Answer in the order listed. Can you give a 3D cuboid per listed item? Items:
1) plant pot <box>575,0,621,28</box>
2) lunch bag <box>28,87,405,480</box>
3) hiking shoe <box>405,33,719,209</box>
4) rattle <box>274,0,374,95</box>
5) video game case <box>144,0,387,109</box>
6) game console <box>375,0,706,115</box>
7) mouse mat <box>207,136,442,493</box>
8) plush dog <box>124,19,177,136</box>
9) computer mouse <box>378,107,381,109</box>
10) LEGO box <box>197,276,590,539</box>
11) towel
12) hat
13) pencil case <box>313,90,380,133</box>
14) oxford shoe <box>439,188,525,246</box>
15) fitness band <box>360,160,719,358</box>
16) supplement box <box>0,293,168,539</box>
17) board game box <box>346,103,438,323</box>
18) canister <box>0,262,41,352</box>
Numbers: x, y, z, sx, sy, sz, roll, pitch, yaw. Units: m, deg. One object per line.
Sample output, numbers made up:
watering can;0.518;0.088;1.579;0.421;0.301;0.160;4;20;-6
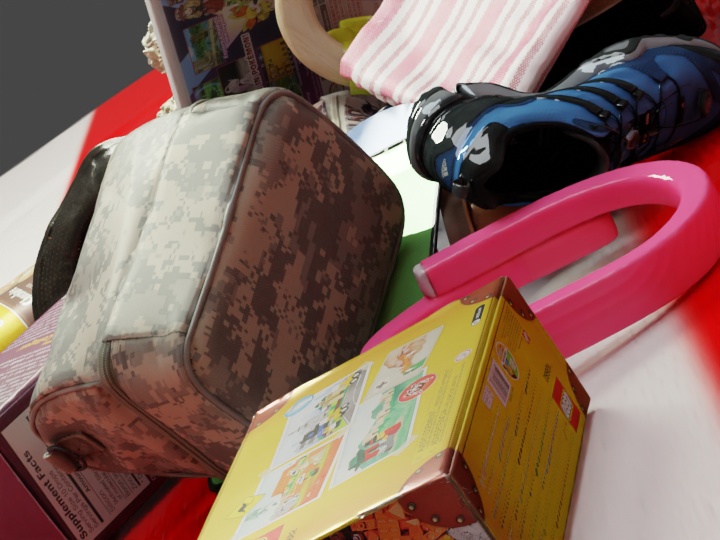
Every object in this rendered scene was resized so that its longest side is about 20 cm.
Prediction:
plant pot;0.136;-0.202;1.568;0.200;0.028;0.200;-33;21;14
lunch bag;-0.088;0.011;1.398;0.168;0.139;0.200;-8;54;39
hiking shoe;0.128;-0.071;1.403;0.200;0.075;0.087;-16;33;-16
rattle;-0.012;-0.222;1.770;0.130;0.200;0.143;-36;4;21
video game case;-0.049;-0.159;1.833;0.182;0.200;0.023;-24;42;-11
game console;0.107;-0.157;1.655;0.200;0.117;0.176;-31;-25;17
mouse mat;-0.018;0.020;1.440;0.161;0.008;0.200;-26;41;34
plush dog;-0.101;-0.108;2.023;0.172;0.161;0.200;-43;-20;27
computer mouse;-0.072;-0.082;1.818;0.200;0.140;0.046;-30;59;21
LEGO box;0.011;0.103;1.118;0.149;0.077;0.200;-30;15;21
towel;0.066;-0.157;1.521;0.147;0.030;0.200;-62;30;1
hat;-0.128;0.003;1.740;0.200;0.081;0.201;-13;70;39
pencil case;-0.009;-0.063;1.689;0.078;0.090;0.200;-1;14;-2
oxford shoe;0.085;-0.051;1.501;0.071;0.071;0.200;-17;25;7
fitness band;0.090;0.006;1.297;0.200;0.037;0.144;-28;17;1
supplement box;-0.161;0.081;1.533;0.131;0.103;0.200;-18;21;51
board game box;0.000;0.000;1.499;0.158;0.039;0.200;-34;35;37
canister;-0.248;0.061;1.842;0.200;0.087;0.148;-37;14;-14
